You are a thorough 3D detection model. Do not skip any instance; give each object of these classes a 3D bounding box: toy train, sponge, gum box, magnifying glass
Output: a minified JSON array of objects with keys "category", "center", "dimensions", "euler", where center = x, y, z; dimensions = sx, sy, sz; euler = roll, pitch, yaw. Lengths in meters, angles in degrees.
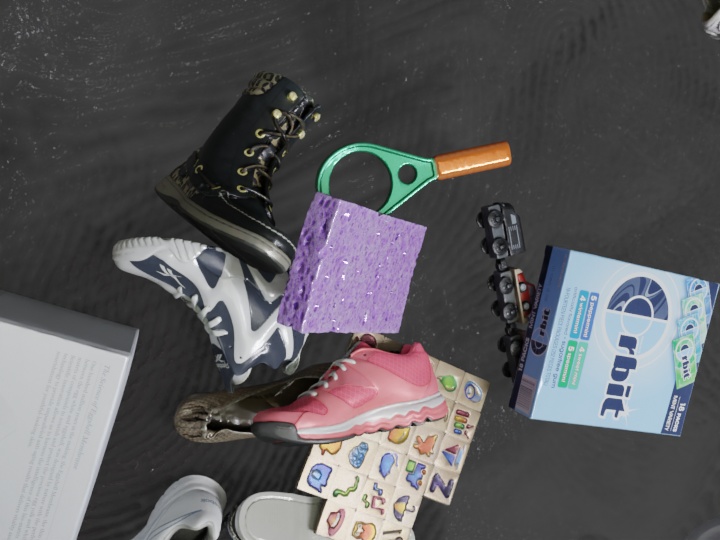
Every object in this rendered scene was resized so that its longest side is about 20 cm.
[{"category":"toy train","center":[0.158,0.028,0.846],"dimensions":[0.046,0.034,0.201],"euler":[-15,101,-20]},{"category":"sponge","center":[0.000,0.000,0.736],"dimensions":[0.030,0.200,0.112],"euler":[18,94,26]},{"category":"gum box","center":[0.263,0.076,0.849],"dimensions":[0.199,0.045,0.171],"euler":[11,94,-25]},{"category":"magnifying glass","center":[0.053,-0.097,0.815],"dimensions":[0.199,0.022,0.080],"euler":[-13,99,-8]}]

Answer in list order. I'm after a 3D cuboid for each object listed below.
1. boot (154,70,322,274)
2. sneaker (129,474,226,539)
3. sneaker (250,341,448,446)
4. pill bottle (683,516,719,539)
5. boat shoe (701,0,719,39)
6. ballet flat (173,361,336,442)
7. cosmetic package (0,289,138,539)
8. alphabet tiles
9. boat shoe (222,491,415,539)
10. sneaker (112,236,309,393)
[{"category":"boot","center":[-0.085,-0.091,0.701],"dimensions":[0.154,0.203,0.073],"euler":[-52,129,-6]},{"category":"sneaker","center":[-0.203,0.285,0.775],"dimensions":[0.074,0.087,0.200],"euler":[37,90,-16]},{"category":"sneaker","center":[-0.014,0.112,0.768],"dimensions":[0.199,0.074,0.087],"euler":[-5,80,-31]},{"category":"pill bottle","center":[0.440,0.382,0.910],"dimensions":[0.112,0.112,0.201],"euler":[-29,103,-7]},{"category":"boat shoe","center":[0.378,-0.262,0.838],"dimensions":[0.069,0.071,0.201],"euler":[-29,94,-5]},{"category":"ballet flat","center":[-0.080,0.132,0.799],"dimensions":[0.199,0.046,0.068],"euler":[-6,97,-14]},{"category":"cosmetic package","center":[-0.318,0.127,0.712],"dimensions":[0.199,0.123,0.200],"euler":[18,93,-12]},{"category":"alphabet tiles","center":[0.032,0.177,0.818],"dimensions":[0.167,0.008,0.201],"euler":[25,79,-22]},{"category":"boat shoe","center":[-0.040,0.264,0.820],"dimensions":[0.199,0.060,0.074],"euler":[14,62,-26]},{"category":"sneaker","center":[-0.136,0.045,0.760],"dimensions":[0.198,0.079,0.130],"euler":[13,86,-23]}]
